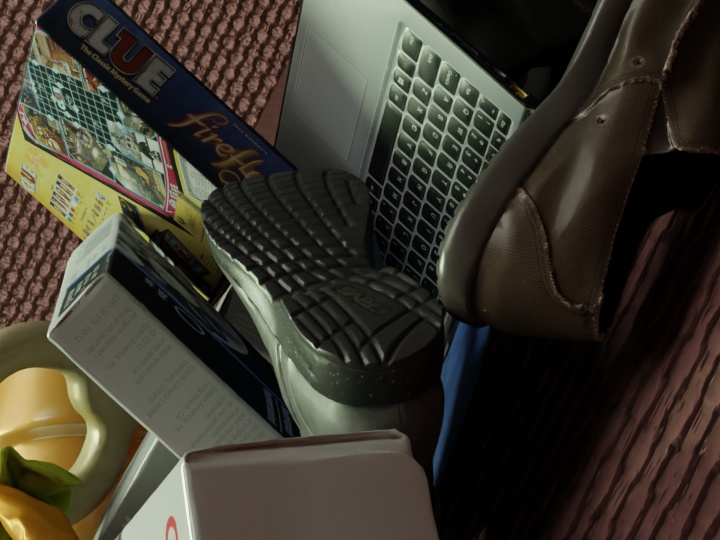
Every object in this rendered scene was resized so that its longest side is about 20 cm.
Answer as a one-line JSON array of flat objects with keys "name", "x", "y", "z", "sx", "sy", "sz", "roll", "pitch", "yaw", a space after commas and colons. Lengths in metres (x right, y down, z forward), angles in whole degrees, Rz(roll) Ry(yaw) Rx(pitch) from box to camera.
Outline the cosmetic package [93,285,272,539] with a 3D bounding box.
[{"name": "cosmetic package", "x": -0.069, "y": 0.108, "z": 1.076, "sx": 0.201, "sy": 0.106, "sz": 0.090, "roll": -61, "pitch": 7, "yaw": 30}]

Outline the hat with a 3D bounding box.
[{"name": "hat", "x": 0.084, "y": -0.128, "z": 0.833, "sx": 0.201, "sy": 0.199, "sz": 0.081, "roll": -116, "pitch": 12, "yaw": -79}]

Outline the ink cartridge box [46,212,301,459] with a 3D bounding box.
[{"name": "ink cartridge box", "x": -0.055, "y": 0.067, "z": 0.867, "sx": 0.043, "sy": 0.200, "sz": 0.198, "roll": -43, "pitch": 11, "yaw": 1}]

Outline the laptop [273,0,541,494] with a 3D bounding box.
[{"name": "laptop", "x": 0.000, "y": 0.000, "z": 0.803, "sx": 0.116, "sy": 0.200, "sz": 0.188, "roll": -35, "pitch": -23, "yaw": -31}]

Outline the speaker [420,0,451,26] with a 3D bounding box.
[{"name": "speaker", "x": 0.023, "y": -0.152, "z": 0.957, "sx": 0.081, "sy": 0.081, "sz": 0.201, "roll": 126, "pitch": 151, "yaw": -47}]

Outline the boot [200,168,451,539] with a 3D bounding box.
[{"name": "boot", "x": -0.012, "y": 0.048, "z": 0.743, "sx": 0.200, "sy": 0.069, "sz": 0.132, "roll": -116, "pitch": 16, "yaw": -62}]

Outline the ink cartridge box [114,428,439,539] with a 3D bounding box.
[{"name": "ink cartridge box", "x": -0.041, "y": 0.158, "z": 0.654, "sx": 0.200, "sy": 0.083, "sz": 0.146, "roll": 129, "pitch": 135, "yaw": -56}]

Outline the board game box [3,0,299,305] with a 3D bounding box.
[{"name": "board game box", "x": -0.108, "y": -0.049, "z": 0.937, "sx": 0.035, "sy": 0.135, "sz": 0.200, "roll": -48, "pitch": 0, "yaw": -22}]

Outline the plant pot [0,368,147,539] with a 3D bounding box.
[{"name": "plant pot", "x": -0.184, "y": 0.187, "z": 1.312, "sx": 0.200, "sy": 0.199, "sz": 0.184, "roll": 127, "pitch": 152, "yaw": -50}]

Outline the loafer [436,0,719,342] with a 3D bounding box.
[{"name": "loafer", "x": 0.108, "y": -0.052, "z": 0.675, "sx": 0.201, "sy": 0.071, "sz": 0.073, "roll": -56, "pitch": -26, "yaw": -10}]

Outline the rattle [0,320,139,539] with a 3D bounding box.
[{"name": "rattle", "x": -0.148, "y": 0.071, "z": 1.107, "sx": 0.200, "sy": 0.131, "sz": 0.143, "roll": -36, "pitch": 6, "yaw": -24}]

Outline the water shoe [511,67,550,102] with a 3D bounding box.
[{"name": "water shoe", "x": 0.058, "y": -0.110, "z": 1.091, "sx": 0.072, "sy": 0.079, "sz": 0.200, "roll": -56, "pitch": 34, "yaw": -4}]
